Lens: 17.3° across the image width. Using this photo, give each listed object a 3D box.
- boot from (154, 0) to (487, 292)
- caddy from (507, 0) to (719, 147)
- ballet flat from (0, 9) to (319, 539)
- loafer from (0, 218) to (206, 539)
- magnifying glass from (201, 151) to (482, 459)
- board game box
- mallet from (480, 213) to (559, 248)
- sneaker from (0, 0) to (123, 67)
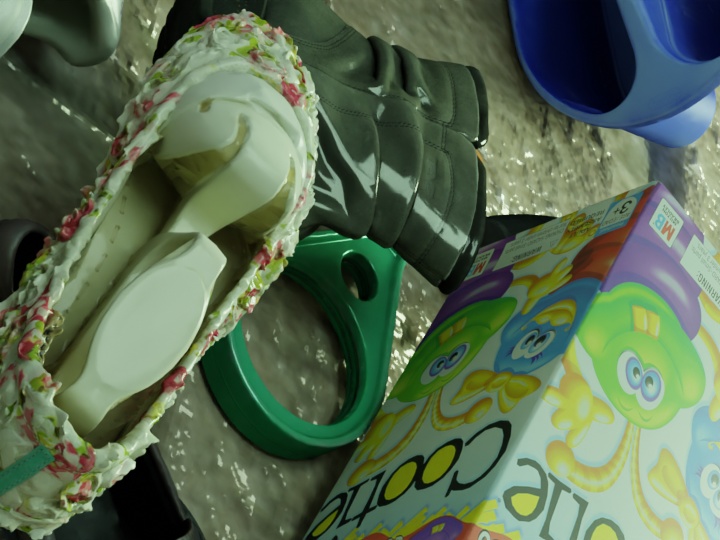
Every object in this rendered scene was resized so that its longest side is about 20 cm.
[{"bbox_3d":[-0.014,-0.026,0.824,0.130,0.068,0.201,25,46,-15],"label":"boot"},{"bbox_3d":[0.132,-0.153,1.054,0.105,0.141,0.201,19,54,-46],"label":"caddy"},{"bbox_3d":[-0.052,-0.006,0.696,0.076,0.064,0.201,40,55,-19],"label":"ballet flat"},{"bbox_3d":[-0.082,0.079,0.719,0.072,0.063,0.201,-29,91,-53],"label":"loafer"},{"bbox_3d":[0.000,0.000,0.902,0.080,0.022,0.200,54,37,-11],"label":"magnifying glass"},{"bbox_3d":[0.064,0.082,0.833,0.105,0.103,0.200,48,49,-19],"label":"board game box"},{"bbox_3d":[0.078,0.071,0.943,0.066,0.041,0.201,11,64,-46],"label":"mallet"},{"bbox_3d":[-0.147,-0.120,0.754,0.199,0.075,0.100,12,64,-44],"label":"sneaker"}]
